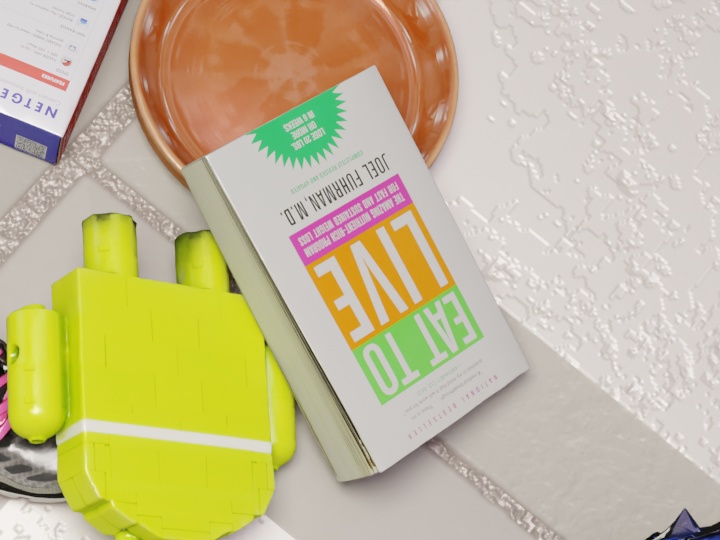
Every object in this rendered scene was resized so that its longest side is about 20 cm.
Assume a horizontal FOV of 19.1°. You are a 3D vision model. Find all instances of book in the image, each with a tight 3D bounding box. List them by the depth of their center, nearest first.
[{"bbox_3d":[0.000,0.000,1.227,0.133,0.048,0.200,-31,96,-32],"label":"book"}]

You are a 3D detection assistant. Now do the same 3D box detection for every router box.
[{"bbox_3d":[-0.236,-0.183,1.259,0.200,0.049,0.180,22,69,-5],"label":"router box"}]

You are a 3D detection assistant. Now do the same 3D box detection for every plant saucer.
[{"bbox_3d":[-0.041,-0.118,1.291,0.200,0.032,0.201,4,72,-12],"label":"plant saucer"}]

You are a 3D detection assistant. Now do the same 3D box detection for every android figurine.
[{"bbox_3d":[-0.109,0.071,1.177,0.182,0.041,0.201,9,67,-37],"label":"android figurine"}]

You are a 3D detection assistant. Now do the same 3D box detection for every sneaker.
[{"bbox_3d":[-0.220,0.054,1.165,0.200,0.087,0.074,38,69,1],"label":"sneaker"}]

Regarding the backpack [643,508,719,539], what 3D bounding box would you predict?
[{"bbox_3d":[0.176,0.212,1.163,0.199,0.168,0.163,-10,68,-11],"label":"backpack"}]
